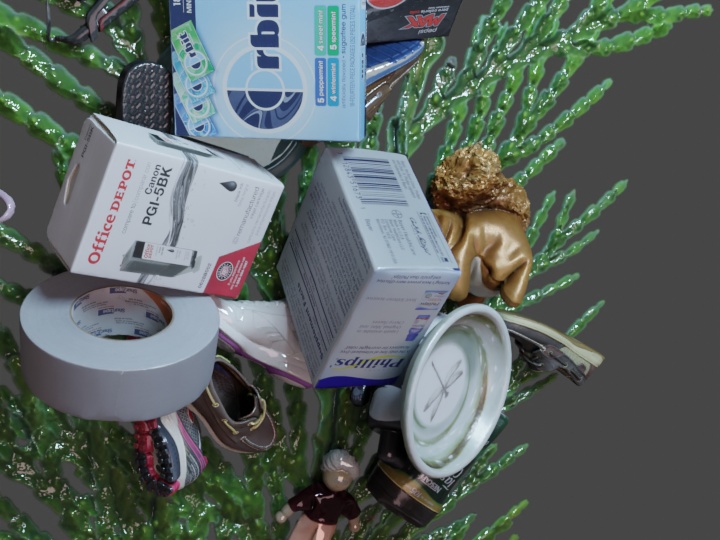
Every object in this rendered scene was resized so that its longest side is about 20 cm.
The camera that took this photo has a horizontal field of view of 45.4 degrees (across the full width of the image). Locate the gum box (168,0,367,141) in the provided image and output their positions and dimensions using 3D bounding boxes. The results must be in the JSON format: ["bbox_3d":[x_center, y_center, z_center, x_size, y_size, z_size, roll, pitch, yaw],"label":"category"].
[{"bbox_3d":[-0.094,-0.223,0.888,0.199,0.045,0.171,4,107,9],"label":"gum box"}]

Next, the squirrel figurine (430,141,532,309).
[{"bbox_3d":[0.114,-0.057,1.073,0.186,0.141,0.201,22,82,-16],"label":"squirrel figurine"}]

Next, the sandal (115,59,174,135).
[{"bbox_3d":[-0.243,-0.126,0.931,0.075,0.048,0.201,5,106,-37],"label":"sandal"}]

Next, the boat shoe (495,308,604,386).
[{"bbox_3d":[0.257,0.111,1.198,0.200,0.072,0.066,24,90,-31],"label":"boat shoe"}]

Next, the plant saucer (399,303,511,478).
[{"bbox_3d":[0.098,0.131,0.972,0.200,0.050,0.201,-19,116,-46],"label":"plant saucer"}]

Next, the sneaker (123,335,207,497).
[{"bbox_3d":[-0.233,0.159,1.016,0.075,0.080,0.201,-19,105,-55],"label":"sneaker"}]

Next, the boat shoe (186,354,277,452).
[{"bbox_3d":[-0.149,0.161,1.022,0.200,0.059,0.072,56,44,-42],"label":"boat shoe"}]

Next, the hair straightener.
[{"bbox_3d":[-0.252,-0.309,0.887,0.200,0.041,0.077,-41,116,-2],"label":"hair straightener"}]

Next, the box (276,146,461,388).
[{"bbox_3d":[0.000,0.000,0.957,0.105,0.184,0.200,2,137,-27],"label":"box"}]

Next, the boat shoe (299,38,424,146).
[{"bbox_3d":[-0.006,-0.212,0.997,0.200,0.072,0.073,-34,141,-23],"label":"boat shoe"}]

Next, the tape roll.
[{"bbox_3d":[-0.250,0.070,0.900,0.200,0.200,0.066,-1,122,-22],"label":"tape roll"}]

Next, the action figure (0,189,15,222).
[{"bbox_3d":[-0.454,0.010,0.881,0.149,0.134,0.201,-34,141,-57],"label":"action figure"}]

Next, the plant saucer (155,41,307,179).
[{"bbox_3d":[-0.138,-0.185,0.972,0.199,0.027,0.201,-6,107,-21],"label":"plant saucer"}]

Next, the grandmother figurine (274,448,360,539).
[{"bbox_3d":[-0.051,0.328,1.144,0.121,0.061,0.201,13,103,-34],"label":"grandmother figurine"}]

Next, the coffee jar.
[{"bbox_3d":[0.102,0.246,1.166,0.104,0.085,0.200,38,89,-26],"label":"coffee jar"}]

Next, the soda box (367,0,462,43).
[{"bbox_3d":[0.011,-0.300,0.963,0.199,0.063,0.071,-11,152,-20],"label":"soda box"}]

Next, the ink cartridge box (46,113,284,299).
[{"bbox_3d":[-0.202,-0.061,0.903,0.200,0.083,0.147,11,111,-41],"label":"ink cartridge box"}]

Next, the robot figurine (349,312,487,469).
[{"bbox_3d":[0.078,0.151,1.085,0.150,0.125,0.201,18,70,-17],"label":"robot figurine"}]

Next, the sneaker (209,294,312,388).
[{"bbox_3d":[-0.121,0.062,1.040,0.200,0.075,0.100,33,72,-27],"label":"sneaker"}]
